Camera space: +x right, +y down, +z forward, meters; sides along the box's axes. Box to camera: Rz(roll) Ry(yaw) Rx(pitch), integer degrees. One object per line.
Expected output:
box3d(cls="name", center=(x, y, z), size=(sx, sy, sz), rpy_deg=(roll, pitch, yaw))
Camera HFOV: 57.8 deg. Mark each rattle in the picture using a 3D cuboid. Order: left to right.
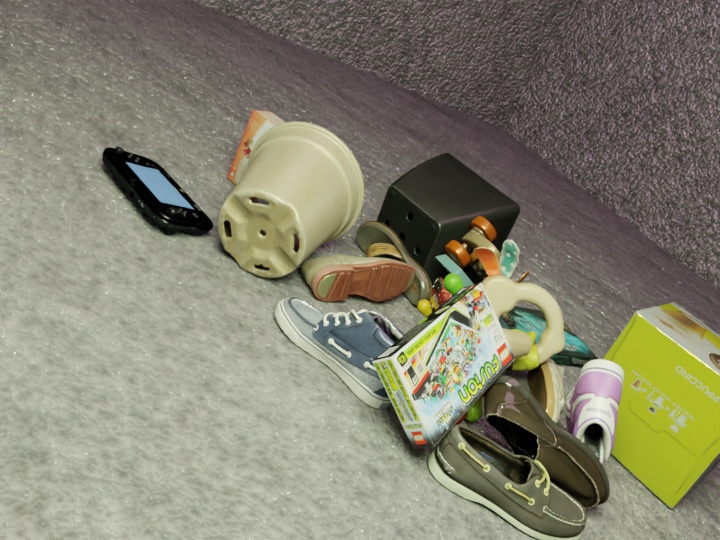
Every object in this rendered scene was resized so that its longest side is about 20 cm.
box3d(cls="rattle", center=(0.232, 0.044, 1.019), size=(0.202, 0.129, 0.143), rpy_deg=(57, 22, -1))

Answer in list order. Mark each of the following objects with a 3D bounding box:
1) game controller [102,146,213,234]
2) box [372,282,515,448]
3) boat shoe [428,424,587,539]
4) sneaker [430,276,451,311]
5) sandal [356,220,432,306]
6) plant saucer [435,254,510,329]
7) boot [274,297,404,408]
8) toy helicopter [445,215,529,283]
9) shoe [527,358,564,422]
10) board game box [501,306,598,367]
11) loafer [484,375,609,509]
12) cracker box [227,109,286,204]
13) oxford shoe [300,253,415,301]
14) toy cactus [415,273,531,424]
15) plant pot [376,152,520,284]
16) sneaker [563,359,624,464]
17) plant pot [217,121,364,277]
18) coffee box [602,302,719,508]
box3d(cls="game controller", center=(-0.298, -0.118, 0.957), size=(0.200, 0.043, 0.103), rpy_deg=(44, 27, 29))
box3d(cls="box", center=(0.105, 0.106, 0.772), size=(0.199, 0.034, 0.112), rpy_deg=(-33, 99, -44))
box3d(cls="boat shoe", center=(0.176, 0.241, 0.739), size=(0.198, 0.061, 0.072), rpy_deg=(26, 24, -6))
box3d(cls="sneaker", center=(0.161, 0.079, 1.032), size=(0.081, 0.079, 0.201), rpy_deg=(23, 24, -15))
box3d(cls="sandal", center=(0.046, -0.011, 1.113), size=(0.054, 0.083, 0.201), rpy_deg=(-17, 53, -30))
box3d(cls="plant saucer", center=(0.195, 0.047, 1.090), size=(0.200, 0.019, 0.070), rpy_deg=(47, 3, -34))
box3d(cls="boot", center=(-0.018, 0.075, 0.820), size=(0.199, 0.091, 0.072), rpy_deg=(37, 25, 18))
box3d(cls="toy helicopter", center=(0.223, 0.014, 1.093), size=(0.132, 0.079, 0.201), rpy_deg=(42, -13, 36))
box3d(cls="shoe", center=(0.283, 0.180, 0.973), size=(0.053, 0.071, 0.200), rpy_deg=(21, 20, 6))
box3d(cls="board game box", center=(0.332, 0.118, 1.208), size=(0.197, 0.028, 0.136), rpy_deg=(11, 30, -35))
box3d(cls="loafer", center=(0.219, 0.224, 0.801), size=(0.200, 0.073, 0.071), rpy_deg=(44, 46, 3))
box3d(cls="cracker box", center=(-0.129, -0.168, 1.132), size=(0.199, 0.135, 0.057), rpy_deg=(37, 25, 21))
box3d(cls="oxford shoe", center=(0.000, 0.000, 1.009), size=(0.197, 0.072, 0.074), rpy_deg=(2, 29, -38))
box3d(cls="toy cactus", center=(0.160, 0.108, 0.900), size=(0.162, 0.102, 0.203), rpy_deg=(4, 59, -26))
box3d(cls="plant pot", center=(0.132, -0.075, 1.186), size=(0.175, 0.202, 0.200), rpy_deg=(-12, 45, -42))
box3d(cls="sneaker", center=(0.304, 0.217, 0.871), size=(0.071, 0.202, 0.116), rpy_deg=(7, 55, 21))
box3d(cls="plant pot", center=(-0.112, -0.091, 0.959), size=(0.198, 0.202, 0.184), rpy_deg=(28, 35, 1))
box3d(cls="coffee box", center=(0.478, 0.194, 0.998), size=(0.196, 0.202, 0.199), rpy_deg=(-1, 36, -49))
